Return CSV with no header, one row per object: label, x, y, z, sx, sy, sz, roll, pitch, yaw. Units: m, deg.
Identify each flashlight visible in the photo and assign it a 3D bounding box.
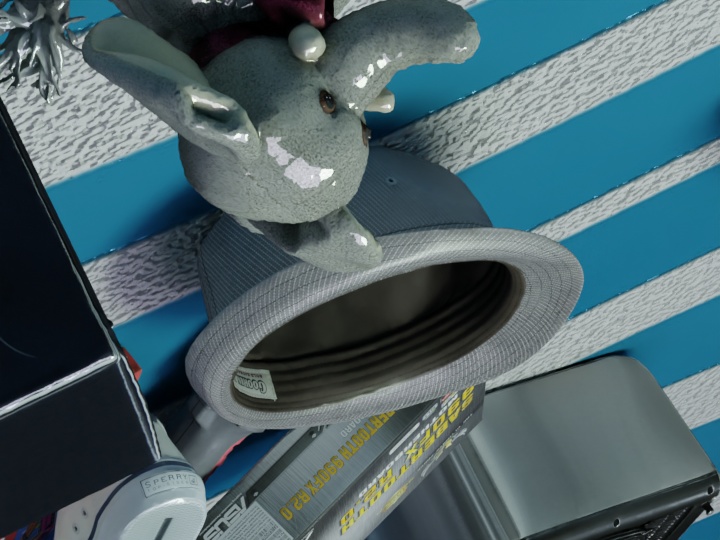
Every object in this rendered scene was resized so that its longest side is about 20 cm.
flashlight,-0.091,0.107,1.549,0.068,0.068,0.200,29,122,-17

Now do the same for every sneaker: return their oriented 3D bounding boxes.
sneaker,-0.134,0.146,1.511,0.073,0.071,0.200,0,143,-32

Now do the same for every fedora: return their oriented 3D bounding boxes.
fedora,0.000,0.000,1.391,0.199,0.091,0.177,-14,154,-16

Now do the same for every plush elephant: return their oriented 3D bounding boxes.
plush elephant,-0.031,-0.090,1.034,0.200,0.155,0.165,-40,156,8

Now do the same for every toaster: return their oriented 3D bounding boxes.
toaster,0.105,0.162,1.840,0.199,0.119,0.181,-16,155,-28

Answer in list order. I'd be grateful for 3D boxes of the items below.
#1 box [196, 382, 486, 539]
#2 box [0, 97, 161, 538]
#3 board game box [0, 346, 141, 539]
box,-0.012,0.115,1.591,0.200,0.048,0.159,-44,166,-13
box,-0.205,0.011,1.028,0.199,0.197,0.124,-25,160,-7
board game box,-0.180,0.118,1.509,0.103,0.019,0.200,-31,163,-31
